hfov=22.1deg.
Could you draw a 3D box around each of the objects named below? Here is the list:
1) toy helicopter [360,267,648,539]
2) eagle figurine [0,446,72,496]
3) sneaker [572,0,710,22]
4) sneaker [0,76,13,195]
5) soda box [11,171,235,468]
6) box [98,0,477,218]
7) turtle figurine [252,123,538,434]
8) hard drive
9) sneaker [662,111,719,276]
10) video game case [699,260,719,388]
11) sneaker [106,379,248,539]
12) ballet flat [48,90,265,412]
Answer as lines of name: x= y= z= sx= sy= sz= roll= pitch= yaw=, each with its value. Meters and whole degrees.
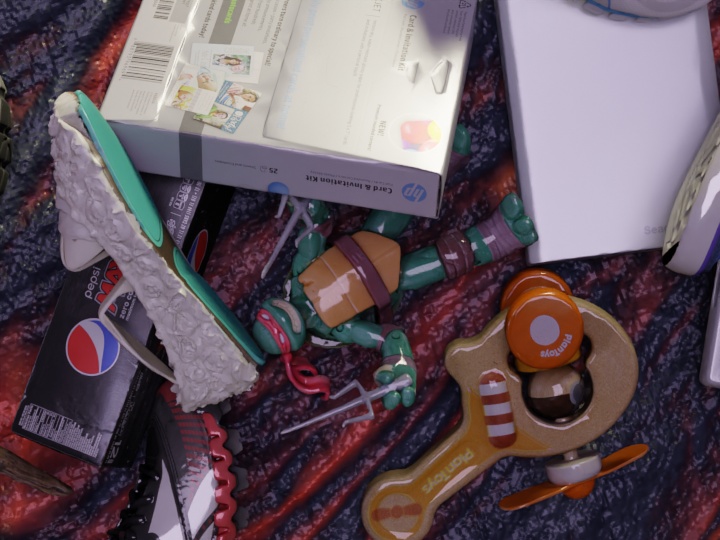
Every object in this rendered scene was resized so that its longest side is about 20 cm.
toy helicopter: x=0.087 y=0.104 z=1.121 sx=0.200 sy=0.079 sz=0.132 roll=-41 pitch=98 yaw=8
eagle figurine: x=-0.287 y=0.169 z=1.057 sx=0.151 sy=0.151 sz=0.201 roll=35 pitch=88 yaw=1
sneaker: x=0.131 y=-0.204 z=1.083 sx=0.198 sy=0.087 sz=0.076 roll=21 pitch=89 yaw=-13
sneaker: x=-0.260 y=-0.030 z=1.108 sx=0.078 sy=0.075 sz=0.202 roll=10 pitch=87 yaw=2
soda box: x=-0.139 y=0.015 z=1.106 sx=0.063 sy=0.071 sz=0.202 roll=20 pitch=87 yaw=11
box: x=-0.039 y=-0.114 z=1.082 sx=0.198 sy=0.041 sz=0.157 roll=8 pitch=49 yaw=6
turtle figurine: x=0.000 y=0.000 z=1.100 sx=0.199 sy=0.101 sz=0.150 roll=-36 pitch=99 yaw=-15
hard drive: x=0.156 y=-0.111 z=1.145 sx=0.130 sy=0.026 sz=0.202 roll=-7 pitch=87 yaw=-2
sneaker: x=0.278 y=-0.059 z=1.077 sx=0.146 sy=0.081 sz=0.201 roll=28 pitch=75 yaw=0
video game case: x=0.317 y=-0.002 z=1.130 sx=0.198 sy=0.024 sz=0.184 roll=11 pitch=83 yaw=-7
sneaker: x=-0.119 y=0.161 z=1.095 sx=0.097 sy=0.071 sz=0.203 roll=0 pitch=88 yaw=-20
ballet flat: x=-0.127 y=-0.001 z=1.026 sx=0.071 sy=0.072 sz=0.201 roll=-34 pitch=109 yaw=-3
